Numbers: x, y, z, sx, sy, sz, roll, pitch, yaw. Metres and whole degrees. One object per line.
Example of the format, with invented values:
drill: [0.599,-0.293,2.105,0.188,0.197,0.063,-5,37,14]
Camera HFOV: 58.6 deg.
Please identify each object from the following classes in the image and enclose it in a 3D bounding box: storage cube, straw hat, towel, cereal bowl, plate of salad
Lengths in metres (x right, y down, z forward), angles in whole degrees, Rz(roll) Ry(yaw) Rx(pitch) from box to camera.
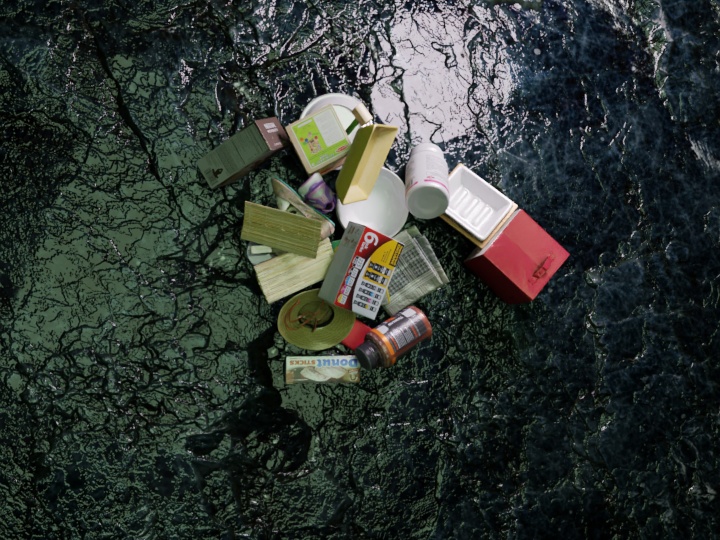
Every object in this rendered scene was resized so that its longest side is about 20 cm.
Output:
storage cube: [0.416,-0.032,1.742,0.180,0.200,0.171,42,80,-3]
straw hat: [-0.118,0.103,1.647,0.200,0.085,0.202,-7,121,-12]
towel: [0.113,0.004,1.706,0.199,0.035,0.193,-32,105,5]
cereal bowl: [0.025,-0.171,1.699,0.199,0.083,0.202,0,89,-15]
plate of salad: [-0.066,-0.364,1.693,0.199,0.048,0.202,0,92,-3]

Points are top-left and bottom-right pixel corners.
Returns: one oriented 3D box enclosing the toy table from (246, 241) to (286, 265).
toy table: [-0.186,-0.058,1.627,0.199,0.117,0.185,-17,93,-13]

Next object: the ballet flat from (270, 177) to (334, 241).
ballet flat: [-0.153,-0.143,1.543,0.200,0.068,0.067,39,77,5]

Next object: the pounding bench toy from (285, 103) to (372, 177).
pounding bench toy: [-0.066,-0.329,1.592,0.199,0.156,0.125,-28,91,-1]

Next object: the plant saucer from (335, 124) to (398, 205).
plant saucer: [0.007,-0.263,1.541,0.048,0.200,0.201,27,107,12]

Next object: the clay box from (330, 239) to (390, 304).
clay box: [0.000,0.000,1.661,0.114,0.048,0.201,-12,111,6]

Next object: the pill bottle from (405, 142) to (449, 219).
pill bottle: [0.174,-0.238,1.676,0.113,0.114,0.201,19,43,-13]

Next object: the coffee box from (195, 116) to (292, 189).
coffee box: [-0.282,-0.285,1.557,0.199,0.114,0.080,-27,97,26]

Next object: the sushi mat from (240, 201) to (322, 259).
sushi mat: [-0.189,-0.096,1.528,0.199,0.012,0.096,16,107,8]

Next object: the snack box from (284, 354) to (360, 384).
snack box: [-0.099,0.260,1.690,0.199,0.024,0.072,1,88,-14]

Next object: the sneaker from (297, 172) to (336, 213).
sneaker: [-0.101,-0.179,1.606,0.080,0.200,0.088,-45,90,0]

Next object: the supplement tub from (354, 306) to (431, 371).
supplement tub: [0.084,0.182,1.679,0.199,0.107,0.107,-30,96,-25]

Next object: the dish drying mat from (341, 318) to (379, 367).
dish drying mat: [-0.012,0.174,1.717,0.199,0.018,0.077,34,80,-12]

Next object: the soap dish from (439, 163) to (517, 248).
soap dish: [0.297,-0.171,1.741,0.200,0.081,0.157,39,79,13]

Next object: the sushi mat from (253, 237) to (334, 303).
sushi mat: [-0.153,-0.003,1.559,0.199,0.012,0.096,-24,97,-13]

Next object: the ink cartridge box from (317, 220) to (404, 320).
ink cartridge box: [0.019,0.007,1.566,0.175,0.084,0.201,22,90,-35]
